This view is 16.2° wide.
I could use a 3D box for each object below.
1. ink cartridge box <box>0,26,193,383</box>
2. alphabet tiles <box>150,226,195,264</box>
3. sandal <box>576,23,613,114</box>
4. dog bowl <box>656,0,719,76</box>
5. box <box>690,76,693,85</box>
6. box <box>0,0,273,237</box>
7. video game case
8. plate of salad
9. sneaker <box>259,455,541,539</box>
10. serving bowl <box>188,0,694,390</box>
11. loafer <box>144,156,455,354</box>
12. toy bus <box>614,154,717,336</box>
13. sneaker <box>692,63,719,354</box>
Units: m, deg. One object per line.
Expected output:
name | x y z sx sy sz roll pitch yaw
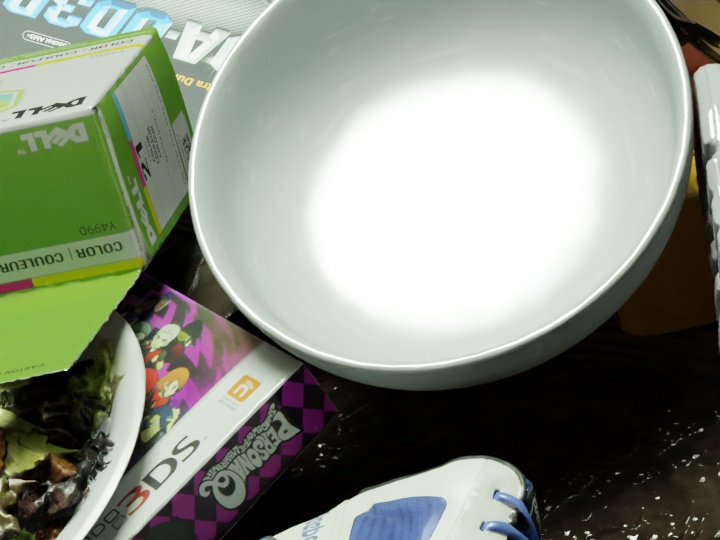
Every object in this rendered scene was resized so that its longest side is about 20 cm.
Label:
ink cartridge box | -0.161 -0.020 1.015 0.147 0.076 0.200 -10 20 15
alphabet tiles | -0.054 -0.084 1.193 0.167 0.008 0.200 28 70 13
sandal | 0.105 -0.092 1.118 0.054 0.082 0.200 -5 0 1
dog bowl | 0.148 -0.170 1.083 0.074 0.200 0.200 -27 23 31
box | 0.255 -0.115 1.148 0.199 0.038 0.137 3 37 33
box | -0.084 -0.101 1.171 0.199 0.046 0.159 17 67 8
video game case | -0.130 0.078 1.017 0.181 0.036 0.200 -45 37 -14
plate of salad | -0.173 0.077 0.981 0.199 0.048 0.200 -22 38 18
sneaker | 0.030 0.118 0.856 0.115 0.081 0.199 -32 31 -18
serving bowl | 0.036 -0.037 0.989 0.199 0.066 0.201 -8 59 14
loafer | 0.000 0.000 1.072 0.200 0.073 0.072 -28 44 18
toy bus | 0.190 -0.038 1.035 0.199 0.065 0.078 -19 29 1
sneaker | 0.185 0.002 0.920 0.112 0.078 0.201 -5 62 4
